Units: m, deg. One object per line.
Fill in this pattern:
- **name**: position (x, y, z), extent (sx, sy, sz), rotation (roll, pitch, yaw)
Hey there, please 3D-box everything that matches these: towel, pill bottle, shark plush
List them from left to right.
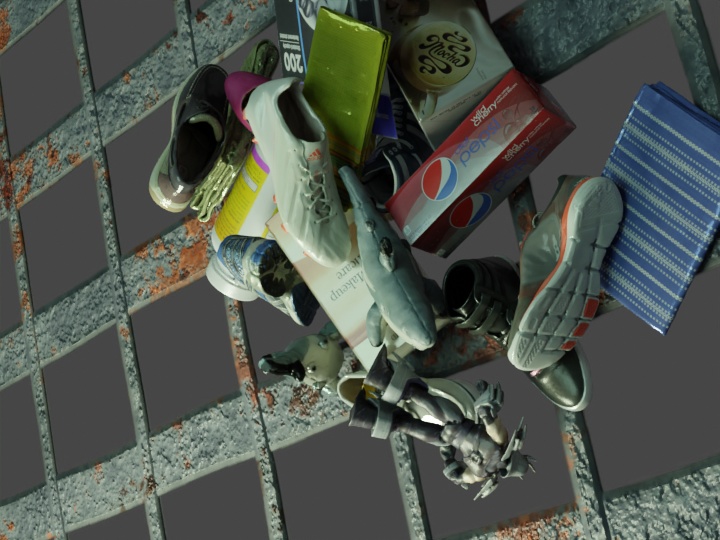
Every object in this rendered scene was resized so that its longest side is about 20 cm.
- **towel**: position (-0.152, -0.169, 1.882), extent (0.148, 0.036, 0.201), rotation (134, 153, -56)
- **pill bottle**: position (-0.112, -0.064, 1.855), extent (0.104, 0.104, 0.201), rotation (51, 124, 36)
- **shark plush**: position (-0.072, 0.111, 1.746), extent (0.083, 0.200, 0.092), rotation (4, 104, 16)
- **towel**: position (-0.026, -0.162, 1.592), extent (0.086, 0.018, 0.201), rotation (23, 121, 17)
- **shark plush**: position (0.036, -0.016, 1.576), extent (0.083, 0.090, 0.202), rotation (79, 179, -82)
- **towel**: position (0.283, -0.061, 1.478), extent (0.145, 0.024, 0.201), rotation (42, 121, 39)

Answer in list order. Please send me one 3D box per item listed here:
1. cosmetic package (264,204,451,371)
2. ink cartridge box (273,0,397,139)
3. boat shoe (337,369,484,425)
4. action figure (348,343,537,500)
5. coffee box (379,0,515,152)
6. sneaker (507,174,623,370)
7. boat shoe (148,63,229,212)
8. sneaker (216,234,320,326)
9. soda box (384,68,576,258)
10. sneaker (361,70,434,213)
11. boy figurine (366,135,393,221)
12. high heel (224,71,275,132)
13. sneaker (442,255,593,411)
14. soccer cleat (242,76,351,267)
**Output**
- **cosmetic package**: position (0.000, 0.000, 1.678), extent (0.103, 0.087, 0.201), rotation (-40, 79, 14)
- **ink cartridge box**: position (-0.033, -0.244, 1.660), extent (0.198, 0.043, 0.202), rotation (21, 123, 61)
- **boat shoe**: position (0.052, 0.143, 1.687), extent (0.199, 0.069, 0.072), rotation (16, 100, 46)
- **action figure**: position (0.092, 0.158, 1.595), extent (0.199, 0.069, 0.131), rotation (27, 118, 3)
- **coffee box**: position (0.077, -0.240, 1.635), extent (0.112, 0.080, 0.201), rotation (-29, 62, 4)
- **sneaker**: position (0.188, -0.001, 1.516), extent (0.082, 0.077, 0.201), rotation (29, 96, 55)
- **boat shoe**: position (-0.183, -0.159, 1.785), extent (0.065, 0.072, 0.201), rotation (-27, 36, 48)
- **sneaker**: position (-0.100, 0.001, 1.777), extent (0.085, 0.200, 0.078), rotation (20, 78, 25)
- **soda box**: position (0.120, -0.106, 1.588), extent (0.200, 0.070, 0.064), rotation (-46, 54, 19)
- **sneaker**: position (0.034, -0.146, 1.690), extent (0.070, 0.108, 0.201), rotation (-34, 64, 41)
- **boy figurine**: position (0.000, -0.075, 1.761), extent (0.124, 0.064, 0.202), rotation (2, 94, 49)
- **high heel**: position (-0.102, -0.175, 1.737), extent (0.067, 0.096, 0.200), rotation (-44, 60, 6)
- **sneaker**: position (0.149, 0.064, 1.561), extent (0.071, 0.099, 0.201), rotation (-53, 54, 30)
- **soccer cleat**: position (-0.055, -0.099, 1.584), extent (0.077, 0.069, 0.201), rotation (-20, 95, 47)
